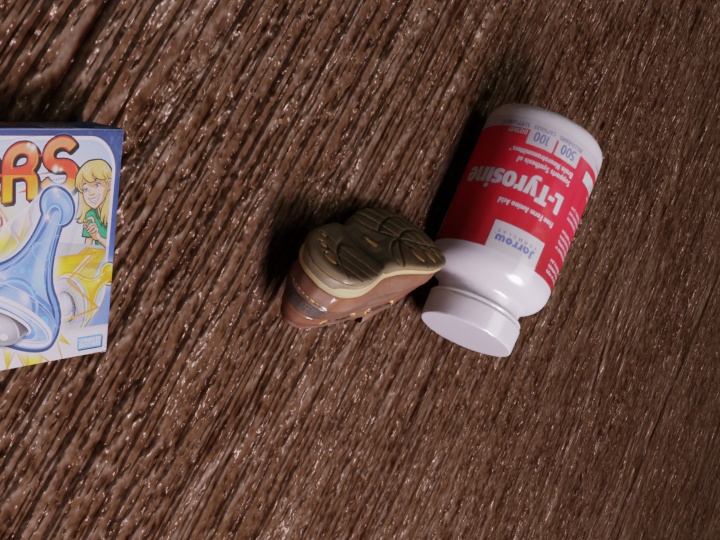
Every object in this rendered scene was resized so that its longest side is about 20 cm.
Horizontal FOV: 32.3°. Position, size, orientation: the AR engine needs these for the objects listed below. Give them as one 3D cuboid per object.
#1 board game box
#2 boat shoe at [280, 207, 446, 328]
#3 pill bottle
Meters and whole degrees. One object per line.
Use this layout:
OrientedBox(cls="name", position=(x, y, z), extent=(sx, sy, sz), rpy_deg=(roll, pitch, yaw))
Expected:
OrientedBox(cls="board game box", position=(-0.215, -0.012, 0.666), extent=(0.199, 0.034, 0.137), rpy_deg=(-10, 110, -54))
OrientedBox(cls="boat shoe", position=(0.000, 0.000, 0.967), extent=(0.068, 0.072, 0.200), rpy_deg=(-51, 164, 25))
OrientedBox(cls="pill bottle", position=(0.128, -0.034, 1.089), extent=(0.112, 0.111, 0.202), rpy_deg=(44, 66, -52))
